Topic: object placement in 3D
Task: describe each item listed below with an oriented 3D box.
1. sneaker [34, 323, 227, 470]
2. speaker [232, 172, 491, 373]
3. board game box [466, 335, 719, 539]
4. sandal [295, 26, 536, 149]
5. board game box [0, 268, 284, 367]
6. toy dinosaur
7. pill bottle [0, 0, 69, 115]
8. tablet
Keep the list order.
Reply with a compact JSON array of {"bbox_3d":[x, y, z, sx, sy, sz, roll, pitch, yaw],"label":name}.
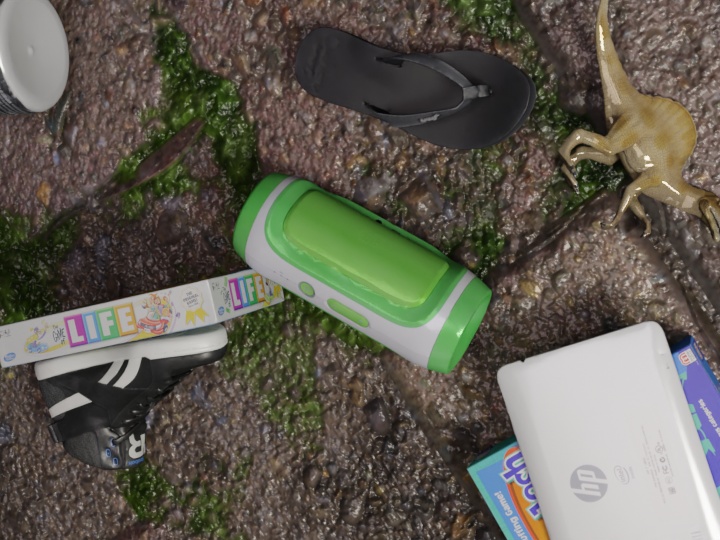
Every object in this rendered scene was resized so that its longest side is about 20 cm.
[{"bbox_3d":[-0.187,0.114,0.941,0.198,0.073,0.114,-12,95,28],"label":"sneaker"},{"bbox_3d":[0.000,0.000,0.849,0.198,0.088,0.089,29,104,14],"label":"speaker"},{"bbox_3d":[0.203,0.166,0.822,0.199,0.045,0.153,-33,85,20],"label":"board game box"},{"bbox_3d":[0.037,-0.141,0.846,0.197,0.043,0.077,13,100,17],"label":"sandal"},{"bbox_3d":[-0.179,0.035,0.891,0.197,0.134,0.035,-12,92,19],"label":"board game box"},{"bbox_3d":[0.196,-0.099,0.801,0.100,0.058,0.202,-31,93,4],"label":"toy dinosaur"},{"bbox_3d":[-0.366,-0.186,0.945,0.197,0.106,0.108,-1,96,19],"label":"pill bottle"},{"bbox_3d":[0.189,0.150,0.795,0.129,0.014,0.203,-19,88,20],"label":"tablet"}]
